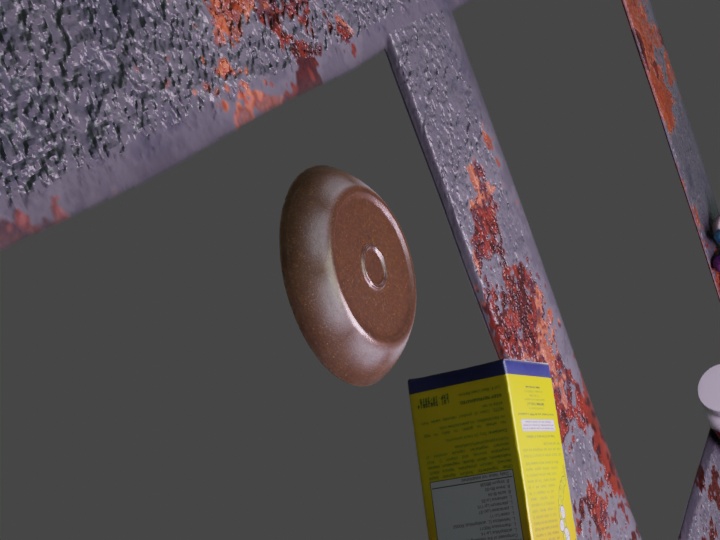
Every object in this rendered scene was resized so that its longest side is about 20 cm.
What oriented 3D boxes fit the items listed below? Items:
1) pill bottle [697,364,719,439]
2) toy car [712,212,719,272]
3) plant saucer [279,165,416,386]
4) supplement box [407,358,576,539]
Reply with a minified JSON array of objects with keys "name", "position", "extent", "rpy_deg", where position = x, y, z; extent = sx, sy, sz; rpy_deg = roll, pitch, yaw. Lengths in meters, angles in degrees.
[{"name":"pill bottle","position":[0.640,0.239,1.892],"extent":[0.200,0.111,0.114],"rpy_deg":[43,43,-42]},{"name":"toy car","position":[0.749,-0.024,2.173],"extent":[0.149,0.174,0.202],"rpy_deg":[-32,109,-20]},{"name":"plant saucer","position":[0.000,0.000,1.010],"extent":[0.200,0.036,0.204],"rpy_deg":[32,52,-51]},{"name":"supplement box","position":[0.127,0.195,1.063],"extent":[0.109,0.107,0.204],"rpy_deg":[12,68,-56]}]
